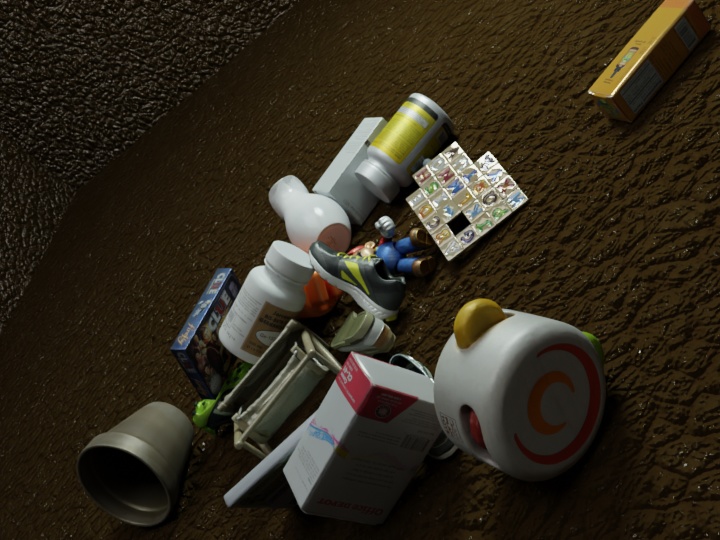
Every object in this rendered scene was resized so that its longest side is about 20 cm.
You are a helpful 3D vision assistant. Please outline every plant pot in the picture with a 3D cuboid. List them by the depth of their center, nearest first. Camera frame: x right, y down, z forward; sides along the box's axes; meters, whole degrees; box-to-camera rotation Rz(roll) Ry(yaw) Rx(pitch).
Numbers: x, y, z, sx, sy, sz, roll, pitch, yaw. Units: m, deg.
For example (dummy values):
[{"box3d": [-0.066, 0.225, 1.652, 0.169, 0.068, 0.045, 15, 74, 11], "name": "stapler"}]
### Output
[{"box3d": [-0.406, 0.351, 1.611, 0.199, 0.201, 0.174, -28, 17, 32], "name": "plant pot"}]

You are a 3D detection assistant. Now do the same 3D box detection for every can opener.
[{"box3d": [0.149, -0.160, 1.570, 0.053, 0.066, 0.200, -55, 20, 9], "name": "can opener"}]

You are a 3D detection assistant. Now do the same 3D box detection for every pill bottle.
[{"box3d": [-0.161, 0.056, 1.505, 0.202, 0.113, 0.115, -60, 25, 15], "name": "pill bottle"}, {"box3d": [0.085, -0.241, 1.691, 0.201, 0.114, 0.114, -50, 28, -5], "name": "pill bottle"}]

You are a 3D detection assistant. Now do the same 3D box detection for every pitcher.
[{"box3d": [-0.089, -0.085, 1.720, 0.121, 0.172, 0.200, -41, 41, -6], "name": "pitcher"}]

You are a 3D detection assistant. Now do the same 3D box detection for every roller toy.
[{"box3d": [0.182, 0.142, 1.006, 0.139, 0.198, 0.185, 13, 84, 59], "name": "roller toy"}]

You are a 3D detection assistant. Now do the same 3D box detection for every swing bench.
[{"box3d": [-0.129, 0.204, 1.432, 0.200, 0.129, 0.200, -50, 29, 0], "name": "swing bench"}]

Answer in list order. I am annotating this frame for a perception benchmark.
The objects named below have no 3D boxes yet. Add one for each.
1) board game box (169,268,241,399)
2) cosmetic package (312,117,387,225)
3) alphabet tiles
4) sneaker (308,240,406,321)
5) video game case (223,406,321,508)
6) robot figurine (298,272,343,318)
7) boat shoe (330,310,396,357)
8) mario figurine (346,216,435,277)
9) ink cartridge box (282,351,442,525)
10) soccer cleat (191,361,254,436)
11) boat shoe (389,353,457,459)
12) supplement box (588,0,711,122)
[{"box3d": [-0.263, 0.114, 1.556, 0.034, 0.137, 0.202, 0, 44, 25], "name": "board game box"}, {"box3d": [0.005, -0.207, 1.766, 0.201, 0.113, 0.081, -57, 29, -13], "name": "cosmetic package"}, {"box3d": [0.172, -0.132, 1.455, 0.166, 0.008, 0.201, -38, 51, 8], "name": "alphabet tiles"}, {"box3d": [0.000, 0.000, 1.459, 0.085, 0.199, 0.074, -59, -16, 20], "name": "sneaker"}, {"box3d": [-0.079, 0.276, 1.237, 0.200, 0.182, 0.022, -43, 62, 10], "name": "video game case"}, {"box3d": [-0.117, 0.035, 1.639, 0.198, 0.116, 0.145, -9, 49, 49], "name": "robot figurine"}, {"box3d": [0.003, 0.114, 1.419, 0.075, 0.068, 0.200, -59, 9, -9], "name": "boat shoe"}, {"box3d": [0.032, -0.014, 1.499, 0.198, 0.106, 0.125, -14, 45, 44], "name": "mario figurine"}, {"box3d": [0.009, 0.226, 1.128, 0.202, 0.146, 0.086, -58, 35, 15], "name": "ink cartridge box"}, {"box3d": [-0.231, 0.235, 1.583, 0.199, 0.081, 0.068, -40, 22, 23], "name": "soccer cleat"}, {"box3d": [0.086, 0.190, 1.214, 0.073, 0.062, 0.201, -40, 30, 9], "name": "boat shoe"}, {"box3d": [0.453, -0.330, 1.333, 0.200, 0.069, 0.067, -47, 27, -1], "name": "supplement box"}]
